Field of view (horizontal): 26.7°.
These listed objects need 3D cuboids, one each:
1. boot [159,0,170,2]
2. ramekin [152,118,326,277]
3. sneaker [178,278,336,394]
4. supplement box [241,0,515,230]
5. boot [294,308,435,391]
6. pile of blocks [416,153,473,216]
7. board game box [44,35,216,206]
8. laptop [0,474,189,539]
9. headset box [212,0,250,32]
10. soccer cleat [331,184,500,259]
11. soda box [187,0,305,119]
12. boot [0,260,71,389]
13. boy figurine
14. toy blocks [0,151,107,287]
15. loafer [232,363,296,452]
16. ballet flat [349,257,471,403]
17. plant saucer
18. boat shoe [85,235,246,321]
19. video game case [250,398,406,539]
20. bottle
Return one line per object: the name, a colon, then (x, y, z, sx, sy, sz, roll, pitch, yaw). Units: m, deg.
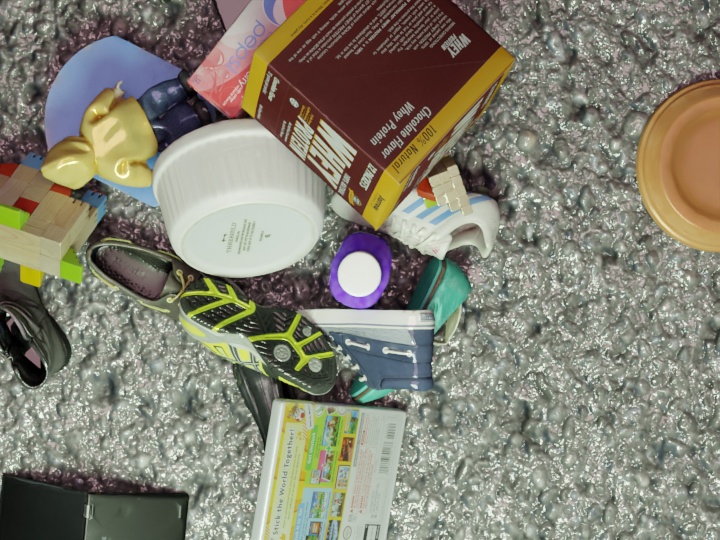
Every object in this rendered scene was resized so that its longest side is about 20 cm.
boot: (-0.305, -0.374, 1.744, 0.149, 0.073, 0.202, -27, 87, 0)
ramekin: (-0.128, -0.072, 1.680, 0.199, 0.203, 0.095, -11, 61, 1)
sneaker: (-0.115, 0.079, 1.719, 0.199, 0.077, 0.076, 31, 61, 2)
supplement box: (0.016, -0.195, 1.583, 0.200, 0.133, 0.197, 41, 69, 5)
boot: (-0.001, 0.089, 1.714, 0.198, 0.072, 0.092, 0, 90, 43)
pile of blocks: (0.069, -0.124, 1.715, 0.061, 0.201, 0.083, -21, 132, 1)
board game box: (-0.266, -0.174, 1.769, 0.198, 0.039, 0.160, 26, 87, -5)
laptop: (-0.323, 0.347, 1.797, 0.198, 0.116, 0.190, 5, 92, -28)
headset box: (-0.065, -0.276, 1.735, 0.172, 0.093, 0.202, -22, 92, 2)
soccer cleat: (0.063, -0.057, 1.741, 0.197, 0.070, 0.087, 3, 62, 0)
soda box: (-0.101, -0.261, 1.658, 0.070, 0.063, 0.201, 38, 93, -1)
boot: (-0.404, 0.039, 1.727, 0.070, 0.132, 0.201, -40, 91, 3)
boy figurine: (-0.264, -0.145, 1.704, 0.199, 0.064, 0.125, -31, 93, -12)
toy blocks: (-0.381, -0.075, 1.727, 0.197, 0.137, 0.101, 18, 132, 7)
loafer: (-0.082, 0.180, 1.759, 0.070, 0.068, 0.203, -24, 88, 11)
ballet flat: (0.067, 0.082, 1.760, 0.070, 0.067, 0.201, 31, 94, -20)
plant saucer: (0.421, -0.122, 1.762, 0.197, 0.037, 0.203, 0, 92, 0)
boat shoe: (-0.226, 0.017, 1.760, 0.199, 0.061, 0.073, 21, 92, 0)
video game case: (-0.038, 0.253, 1.736, 0.180, 0.023, 0.203, 8, 92, -36)
bottle: (0.000, 0.000, 1.688, 0.064, 0.200, 0.085, 19, 93, 0)
